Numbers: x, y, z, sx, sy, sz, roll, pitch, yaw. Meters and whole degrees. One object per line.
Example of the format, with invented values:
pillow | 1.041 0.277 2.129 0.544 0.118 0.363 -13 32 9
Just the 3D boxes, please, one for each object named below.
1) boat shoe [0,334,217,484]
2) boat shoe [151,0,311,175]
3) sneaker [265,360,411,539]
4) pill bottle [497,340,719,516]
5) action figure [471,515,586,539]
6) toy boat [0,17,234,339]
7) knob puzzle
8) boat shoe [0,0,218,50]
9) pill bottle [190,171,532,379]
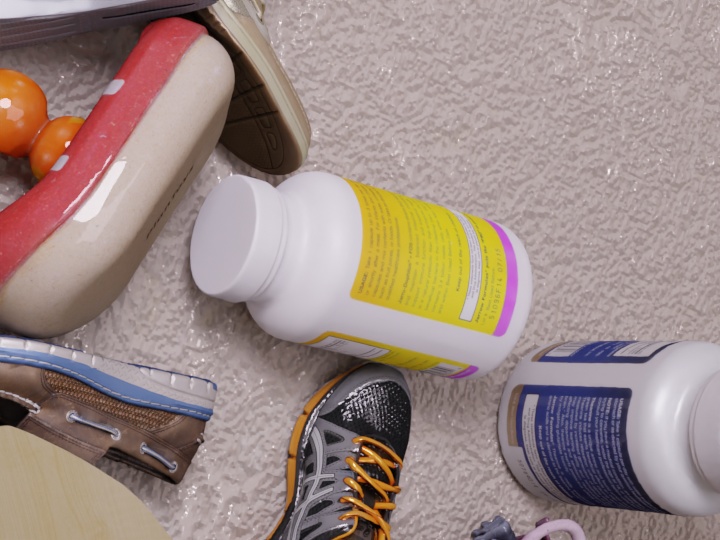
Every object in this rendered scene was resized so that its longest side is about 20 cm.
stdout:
boat shoe | -0.168 0.080 1.092 0.200 0.072 0.072 14 82 -34
boat shoe | -0.083 -0.150 1.162 0.200 0.072 0.065 56 49 -14
sneaker | -0.009 0.149 1.199 0.078 0.077 0.200 31 70 -29
pill bottle | 0.190 0.101 1.265 0.111 0.200 0.111 1 88 -35
action figure | 0.131 0.252 1.260 0.134 0.149 0.200 -24 88 -39
toy boat | -0.166 -0.064 1.087 0.131 0.131 0.200 30 68 2
knob puzzle | -0.163 0.177 0.991 0.220 0.030 0.220 21 53 -32
boat shoe | -0.175 -0.162 1.078 0.200 0.072 0.062 -10 83 -13
pill bottle | 0.000 0.000 1.193 0.200 0.104 0.104 15 80 -34
